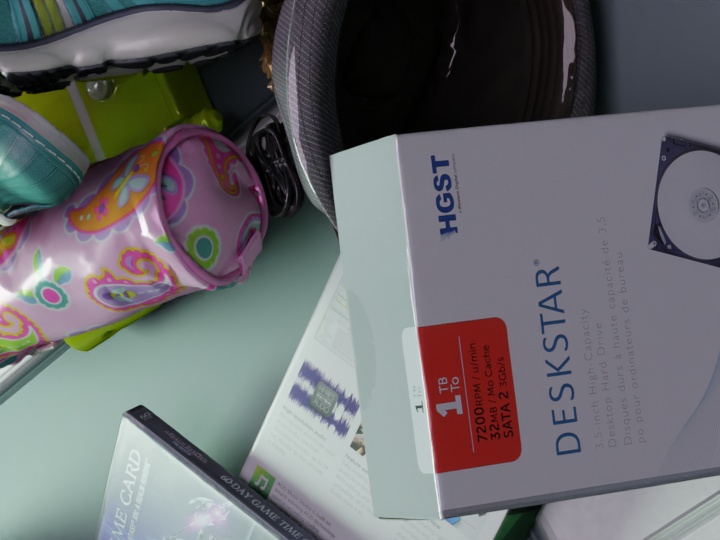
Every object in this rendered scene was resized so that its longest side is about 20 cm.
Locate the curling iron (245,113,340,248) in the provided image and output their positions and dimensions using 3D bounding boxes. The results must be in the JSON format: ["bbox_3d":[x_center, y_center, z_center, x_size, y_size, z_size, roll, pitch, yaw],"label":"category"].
[{"bbox_3d":[0.000,0.000,1.170,0.200,0.025,0.050,54,131,32],"label":"curling iron"}]

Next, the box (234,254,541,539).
[{"bbox_3d":[0.035,0.060,1.191,0.144,0.036,0.201,36,113,27],"label":"box"}]

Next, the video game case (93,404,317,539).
[{"bbox_3d":[-0.060,0.179,1.252,0.200,0.019,0.144,36,127,28],"label":"video game case"}]

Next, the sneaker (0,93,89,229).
[{"bbox_3d":[-0.199,-0.030,1.183,0.199,0.071,0.080,-9,48,56],"label":"sneaker"}]

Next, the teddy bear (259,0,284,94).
[{"bbox_3d":[-0.050,-0.174,1.221,0.199,0.067,0.146,34,117,20],"label":"teddy bear"}]

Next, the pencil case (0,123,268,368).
[{"bbox_3d":[-0.139,-0.007,1.226,0.199,0.087,0.088,-20,82,37],"label":"pencil case"}]

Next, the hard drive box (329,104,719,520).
[{"bbox_3d":[0.099,0.015,1.042,0.077,0.199,0.157,169,93,-68],"label":"hard drive box"}]

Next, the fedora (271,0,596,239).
[{"bbox_3d":[0.020,-0.087,1.121,0.090,0.176,0.202,-1,83,53],"label":"fedora"}]

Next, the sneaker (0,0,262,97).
[{"bbox_3d":[-0.146,-0.127,1.172,0.198,0.077,0.080,-10,87,-11],"label":"sneaker"}]

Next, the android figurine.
[{"bbox_3d":[-0.150,-0.055,1.304,0.199,0.041,0.183,-29,77,34],"label":"android figurine"}]
